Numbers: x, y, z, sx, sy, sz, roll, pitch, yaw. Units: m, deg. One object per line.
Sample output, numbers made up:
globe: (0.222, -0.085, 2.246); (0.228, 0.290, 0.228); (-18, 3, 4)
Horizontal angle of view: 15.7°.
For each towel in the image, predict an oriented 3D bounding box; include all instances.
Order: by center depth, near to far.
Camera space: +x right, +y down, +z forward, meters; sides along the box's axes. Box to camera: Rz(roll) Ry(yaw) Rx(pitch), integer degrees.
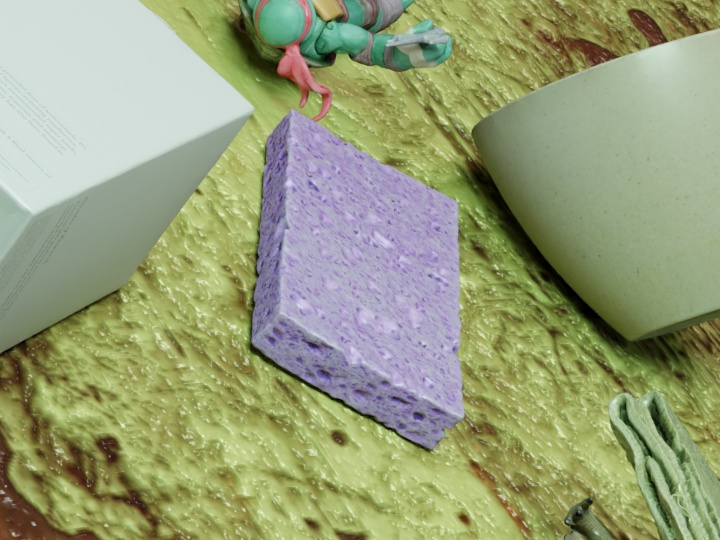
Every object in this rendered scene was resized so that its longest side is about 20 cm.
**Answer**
towel: (0.181, 0.157, 1.247); (0.200, 0.036, 0.149); (53, 12, -38)

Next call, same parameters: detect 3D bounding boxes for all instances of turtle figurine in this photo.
turtle figurine: (-0.025, -0.160, 1.471); (0.150, 0.101, 0.200); (52, 11, -7)

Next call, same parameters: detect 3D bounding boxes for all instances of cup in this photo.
cup: (0.179, -0.042, 1.481); (0.200, 0.200, 0.144); (-10, 80, -55)

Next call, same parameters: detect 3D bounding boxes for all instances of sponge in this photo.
sponge: (0.000, 0.000, 1.339); (0.111, 0.030, 0.200); (30, 29, -18)

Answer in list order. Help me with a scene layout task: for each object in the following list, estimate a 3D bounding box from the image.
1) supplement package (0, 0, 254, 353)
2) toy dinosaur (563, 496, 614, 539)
supplement package: (-0.159, -0.046, 1.114); (0.121, 0.120, 0.200); (42, 28, 8)
toy dinosaur: (0.122, 0.164, 1.236); (0.101, 0.058, 0.200); (47, 9, 0)
